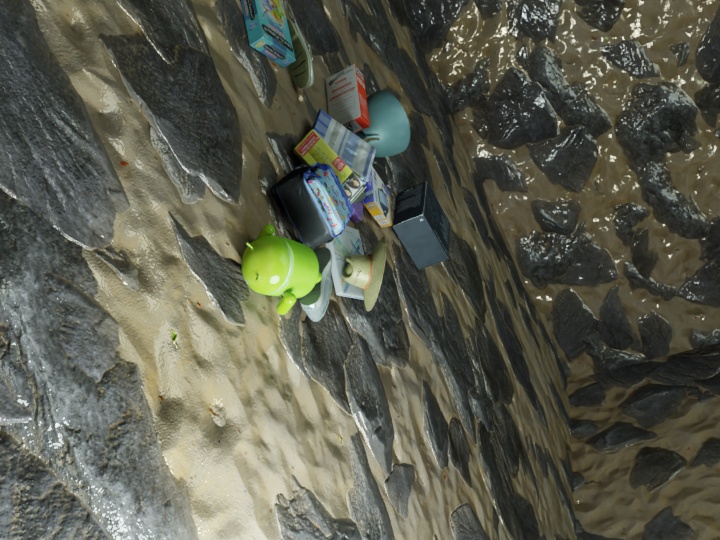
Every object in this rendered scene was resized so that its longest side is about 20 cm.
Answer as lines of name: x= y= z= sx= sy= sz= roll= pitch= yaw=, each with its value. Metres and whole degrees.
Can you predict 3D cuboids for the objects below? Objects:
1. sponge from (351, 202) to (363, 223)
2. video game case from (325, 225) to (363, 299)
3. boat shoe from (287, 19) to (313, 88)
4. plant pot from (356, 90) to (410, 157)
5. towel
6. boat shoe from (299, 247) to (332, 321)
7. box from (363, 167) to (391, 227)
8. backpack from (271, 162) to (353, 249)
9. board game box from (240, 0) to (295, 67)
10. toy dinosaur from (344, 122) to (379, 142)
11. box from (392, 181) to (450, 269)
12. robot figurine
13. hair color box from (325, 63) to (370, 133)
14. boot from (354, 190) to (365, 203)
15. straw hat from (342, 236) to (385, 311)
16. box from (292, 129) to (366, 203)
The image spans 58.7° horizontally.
sponge: x=-0.027 y=-0.246 z=1.853 sx=0.112 sy=0.029 sz=0.203 roll=49 pitch=33 yaw=-39
video game case: x=-0.032 y=-0.026 z=1.693 sx=0.181 sy=0.022 sz=0.204 roll=14 pitch=60 yaw=-61
boat shoe: x=-0.163 y=-0.594 z=1.766 sx=0.068 sy=0.074 sz=0.204 roll=1 pitch=71 yaw=-58
plant pot: x=0.039 y=-0.435 z=1.976 sx=0.133 sy=0.199 sz=0.203 roll=-30 pitch=101 yaw=-27
towel: x=-0.046 y=-0.336 z=1.723 sx=0.198 sy=0.024 sz=0.149 roll=33 pitch=47 yaw=-19
boat shoe: x=-0.100 y=0.032 z=1.475 sx=0.203 sy=0.068 sz=0.072 roll=-83 pitch=163 yaw=-47
box: x=0.046 y=-0.224 z=1.928 sx=0.200 sy=0.041 sz=0.122 roll=47 pitch=37 yaw=-64
backpack: x=-0.100 y=-0.171 z=1.529 sx=0.185 sy=0.132 sz=0.201 roll=63 pitch=23 yaw=-17
board game box: x=-0.246 y=-0.657 z=1.672 sx=0.150 sy=0.046 sz=0.204 roll=11 pitch=62 yaw=-62
toy dinosaur: x=-0.038 y=-0.368 z=1.845 sx=0.199 sy=0.047 sz=0.089 roll=-38 pitch=98 yaw=-28
box: x=0.211 y=-0.153 z=2.169 sx=0.201 sy=0.122 sz=0.199 roll=55 pitch=27 yaw=-30
robot figurine: x=-0.161 y=-0.006 z=1.300 sx=0.199 sy=0.114 sz=0.179 roll=13 pitch=54 yaw=-61
hair color box: x=-0.040 y=-0.504 z=1.916 sx=0.064 sy=0.109 sz=0.204 roll=33 pitch=44 yaw=-53
boot: x=-0.058 y=-0.299 z=1.755 sx=0.163 sy=0.065 sz=0.204 roll=22 pitch=49 yaw=-38
straw hat: x=0.000 y=0.000 z=1.607 sx=0.083 sy=0.203 sz=0.204 roll=12 pitch=48 yaw=-9
box: x=-0.079 y=-0.260 z=1.630 sx=0.200 sy=0.075 sz=0.050 roll=46 pitch=-7 yaw=-13
